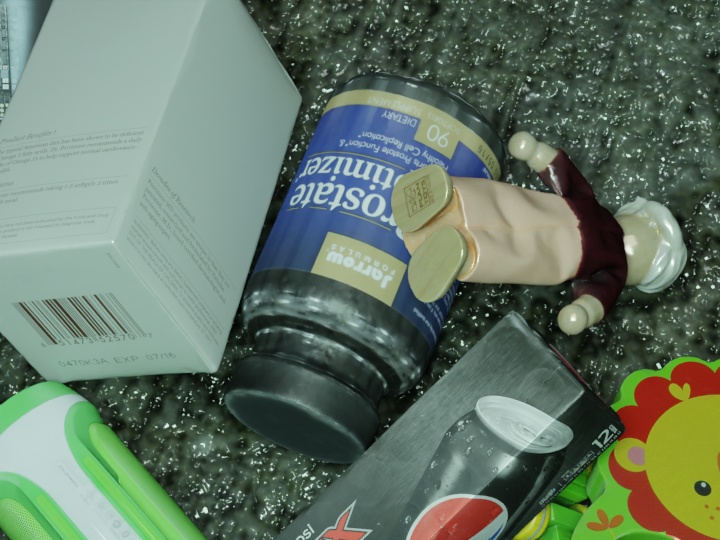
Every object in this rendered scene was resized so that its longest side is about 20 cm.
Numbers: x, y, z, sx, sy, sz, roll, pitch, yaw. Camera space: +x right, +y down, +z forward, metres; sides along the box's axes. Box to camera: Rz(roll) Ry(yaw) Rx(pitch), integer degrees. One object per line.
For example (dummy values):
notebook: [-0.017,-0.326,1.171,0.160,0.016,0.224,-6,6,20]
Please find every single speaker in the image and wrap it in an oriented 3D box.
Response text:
speaker: [-0.126,0.154,1.007,0.088,0.089,0.200,-39,70,-14]

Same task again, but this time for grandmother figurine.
grandmother figurine: [0.106,-0.019,1.038,0.199,0.060,0.122,7,70,-41]

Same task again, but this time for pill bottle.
pill bottle: [0.000,0.000,1.056,0.111,0.112,0.201,18,67,10]

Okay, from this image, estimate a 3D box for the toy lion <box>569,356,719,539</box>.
toy lion: [0.185,0.139,0.997,0.199,0.069,0.192,-23,61,-26]

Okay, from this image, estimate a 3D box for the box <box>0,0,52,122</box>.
box: [-0.253,-0.144,1.167,0.156,0.050,0.202,5,66,5]

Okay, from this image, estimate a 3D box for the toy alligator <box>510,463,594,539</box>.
toy alligator: [0.093,0.146,1.021,0.054,0.059,0.202,-20,58,39]

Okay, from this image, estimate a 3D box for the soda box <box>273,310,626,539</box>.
soda box: [0.039,0.120,0.982,0.200,0.063,0.071,-45,53,5]

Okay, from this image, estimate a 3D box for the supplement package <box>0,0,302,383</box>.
supplement package: [-0.126,-0.053,1.046,0.116,0.118,0.201,-6,50,28]
